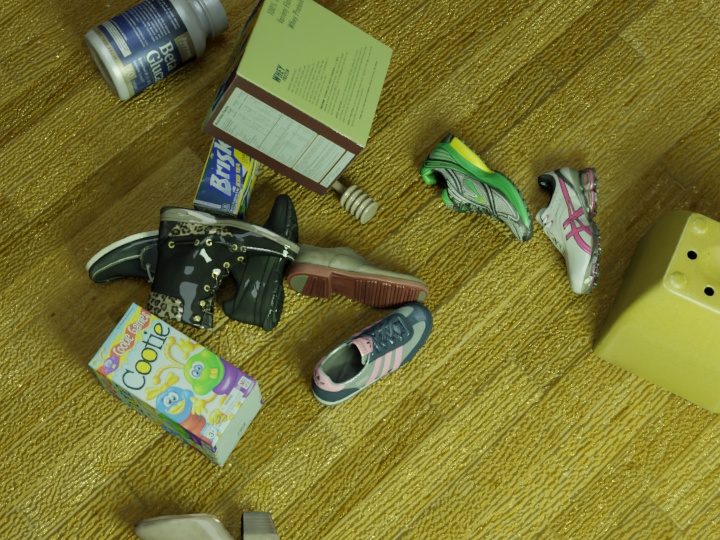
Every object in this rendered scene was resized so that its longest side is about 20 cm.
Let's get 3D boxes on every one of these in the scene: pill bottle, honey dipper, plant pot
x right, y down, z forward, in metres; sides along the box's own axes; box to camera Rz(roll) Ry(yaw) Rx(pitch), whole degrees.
[{"bbox_3d":[-0.300,-0.350,1.691,0.198,0.111,0.112,-33,70,-13],"label":"pill bottle"},{"bbox_3d":[-0.058,-0.142,1.644,0.199,0.038,0.038,40,72,17],"label":"honey dipper"},{"bbox_3d":[0.443,0.033,1.480,0.192,0.201,0.197,25,68,10],"label":"plant pot"}]

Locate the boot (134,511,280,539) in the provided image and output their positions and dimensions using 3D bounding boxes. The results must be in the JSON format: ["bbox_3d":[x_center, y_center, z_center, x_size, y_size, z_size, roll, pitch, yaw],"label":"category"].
[{"bbox_3d":[-0.183,0.380,1.405,0.196,0.070,0.149,-4,69,-1],"label":"boot"}]

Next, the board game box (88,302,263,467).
[{"bbox_3d":[-0.240,0.150,1.483,0.198,0.103,0.106,30,70,12],"label":"board game box"}]

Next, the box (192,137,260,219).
[{"bbox_3d":[-0.181,-0.161,1.636,0.069,0.065,0.203,12,67,4],"label":"box"}]

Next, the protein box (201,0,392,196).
[{"bbox_3d":[-0.087,-0.254,1.578,0.198,0.135,0.201,28,52,-16],"label":"protein box"}]

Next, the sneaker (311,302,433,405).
[{"bbox_3d":[0.020,0.105,1.513,0.199,0.082,0.070,-38,71,-15],"label":"sneaker"}]

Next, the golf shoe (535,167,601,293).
[{"bbox_3d":[0.292,-0.054,1.590,0.090,0.073,0.203,-1,57,6],"label":"golf shoe"}]

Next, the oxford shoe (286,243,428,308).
[{"bbox_3d":[0.000,0.000,1.566,0.196,0.071,0.076,11,53,-4],"label":"oxford shoe"}]

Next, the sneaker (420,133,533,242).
[{"bbox_3d":[0.168,-0.103,1.614,0.085,0.078,0.200,-44,64,-9],"label":"sneaker"}]

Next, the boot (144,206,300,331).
[{"bbox_3d":[-0.189,0.005,1.509,0.197,0.073,0.153,13,83,4],"label":"boot"}]

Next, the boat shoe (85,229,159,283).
[{"bbox_3d":[-0.282,-0.015,1.570,0.197,0.072,0.069,-14,67,-9],"label":"boat shoe"}]

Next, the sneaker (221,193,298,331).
[{"bbox_3d":[-0.140,-0.018,1.574,0.089,0.076,0.203,9,65,10],"label":"sneaker"}]
